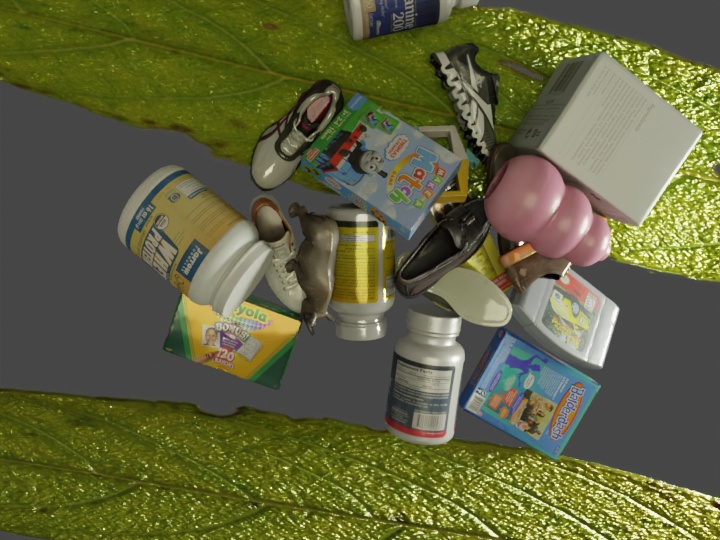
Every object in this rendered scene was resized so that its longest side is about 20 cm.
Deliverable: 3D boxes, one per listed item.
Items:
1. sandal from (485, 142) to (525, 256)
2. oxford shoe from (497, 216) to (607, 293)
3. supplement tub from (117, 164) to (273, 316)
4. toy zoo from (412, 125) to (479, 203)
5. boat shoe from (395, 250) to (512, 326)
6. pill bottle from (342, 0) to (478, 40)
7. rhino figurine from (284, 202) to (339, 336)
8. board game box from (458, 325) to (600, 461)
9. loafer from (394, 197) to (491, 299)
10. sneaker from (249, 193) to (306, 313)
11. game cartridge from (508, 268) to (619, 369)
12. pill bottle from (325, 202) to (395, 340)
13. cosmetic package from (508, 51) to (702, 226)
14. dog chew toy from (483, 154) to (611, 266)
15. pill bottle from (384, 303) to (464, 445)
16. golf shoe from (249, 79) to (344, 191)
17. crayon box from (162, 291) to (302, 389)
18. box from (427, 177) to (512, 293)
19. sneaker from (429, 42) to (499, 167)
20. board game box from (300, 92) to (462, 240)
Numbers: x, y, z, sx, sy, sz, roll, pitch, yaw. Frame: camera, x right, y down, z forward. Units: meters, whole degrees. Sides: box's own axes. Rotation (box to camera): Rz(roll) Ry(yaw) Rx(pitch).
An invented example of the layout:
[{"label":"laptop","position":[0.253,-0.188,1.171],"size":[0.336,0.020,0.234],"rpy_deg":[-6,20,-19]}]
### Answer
[{"label":"sandal","position":[0.245,-0.104,1.164],"size":[0.081,0.054,0.205],"rpy_deg":[-28,115,-42]},{"label":"oxford shoe","position":[0.313,-0.026,1.161],"size":[0.196,0.071,0.074],"rpy_deg":[-24,84,-13]},{"label":"supplement tub","position":[-0.240,-0.042,1.087],"size":[0.198,0.145,0.146],"rpy_deg":[37,96,6]},{"label":"toy zoo","position":[0.089,-0.165,1.140],"size":[0.194,0.021,0.134],"rpy_deg":[-2,64,-6]},{"label":"boat shoe","position":[0.149,0.029,1.163],"size":[0.198,0.060,0.073],"rpy_deg":[26,89,16]},{"label":"pill bottle","position":[0.072,-0.416,1.086],"size":[0.195,0.111,0.114],"rpy_deg":[-13,101,-3]},{"label":"rhino figurine","position":[-0.070,0.005,1.108],"size":[0.059,0.087,0.206],"rpy_deg":[-12,113,-39]},{"label":"board game box","position":[0.286,0.210,1.253],"size":[0.197,0.045,0.154],"rpy_deg":[30,96,-9]},{"label":"loafer","position":[0.130,-0.038,1.116],"size":[0.200,0.063,0.072],"rpy_deg":[-44,73,-5]},{"label":"sneaker","position":[-0.126,-0.018,1.154],"size":[0.071,0.085,0.204],"rpy_deg":[-25,103,-2]},{"label":"game cartridge","position":[0.333,0.069,1.202],"size":[0.198,0.041,0.135],"rpy_deg":[34,69,-15]},{"label":"pill bottle","position":[0.000,0.000,1.154],"size":[0.109,0.113,0.206],"rpy_deg":[-1,100,-5]},{"label":"cosmetic package","position":[0.366,-0.200,1.125],"size":[0.198,0.167,0.168],"rpy_deg":[33,96,-10]},{"label":"dog chew toy","position":[0.279,-0.078,1.073],"size":[0.197,0.125,0.126],"rpy_deg":[31,96,-5]},{"label":"pill bottle","position":[0.107,0.164,1.191],"size":[0.116,0.120,0.206],"rpy_deg":[6,99,-6]},{"label":"golf shoe","position":[-0.102,-0.208,1.121],"size":[0.077,0.088,0.201],"rpy_deg":[37,96,-12]},{"label":"crayon box","position":[-0.203,0.097,1.180],"size":[0.195,0.058,0.121],"rpy_deg":[20,98,-8]},{"label":"box","position":[0.172,-0.048,1.193],"size":[0.074,0.050,0.203],"rpy_deg":[-28,102,-1]},{"label":"sneaker","position":[0.187,-0.263,1.148],"size":[0.089,0.067,0.203],"rpy_deg":[-27,100,1]},{"label":"board game box","position":[0.032,-0.159,1.100],"size":[0.198,0.037,0.152],"rpy_deg":[34,66,10]}]
